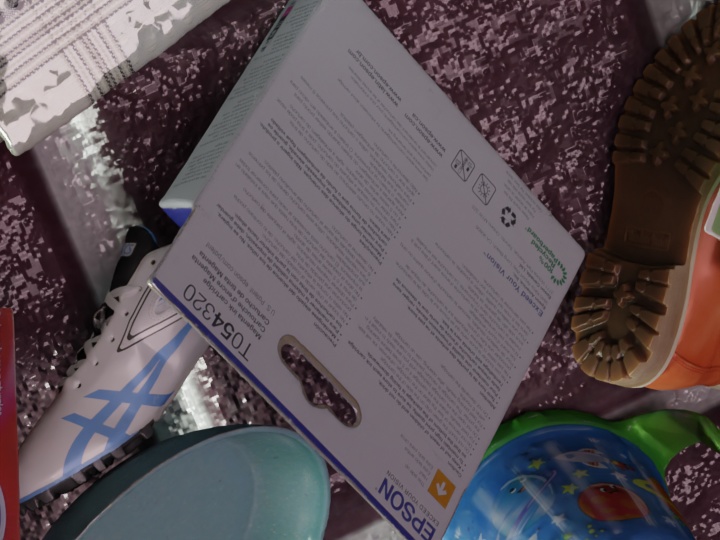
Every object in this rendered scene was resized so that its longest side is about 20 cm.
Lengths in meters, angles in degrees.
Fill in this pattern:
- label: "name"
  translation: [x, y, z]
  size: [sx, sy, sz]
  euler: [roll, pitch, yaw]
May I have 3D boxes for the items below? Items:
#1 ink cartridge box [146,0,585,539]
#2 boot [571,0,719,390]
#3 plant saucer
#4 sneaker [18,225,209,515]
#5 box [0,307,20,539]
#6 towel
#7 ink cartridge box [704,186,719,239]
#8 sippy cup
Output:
- label: "ink cartridge box"
  translation: [0.000, 0.000, 1.086]
  size: [0.196, 0.043, 0.200]
  euler: [47, 54, -23]
- label: "boot"
  translation: [0.180, -0.034, 1.179]
  size: [0.107, 0.075, 0.201]
  euler: [13, 97, -39]
- label: "plant saucer"
  translation: [-0.100, 0.147, 1.116]
  size: [0.200, 0.036, 0.201]
  euler: [-32, 143, -28]
- label: "sneaker"
  translation: [-0.103, 0.029, 1.095]
  size: [0.072, 0.072, 0.200]
  euler: [42, 76, -8]
- label: "box"
  translation: [-0.202, 0.122, 1.027]
  size: [0.095, 0.100, 0.201]
  euler: [3, 61, -18]
- label: "towel"
  translation: [-0.154, -0.167, 1.049]
  size: [0.200, 0.035, 0.193]
  euler: [-34, 112, -4]
- label: "ink cartridge box"
  translation: [0.215, -0.062, 1.120]
  size: [0.200, 0.048, 0.146]
  euler: [24, 84, -50]
- label: "sippy cup"
  translation: [0.114, 0.154, 1.173]
  size: [0.139, 0.130, 0.179]
  euler: [8, 104, -18]
